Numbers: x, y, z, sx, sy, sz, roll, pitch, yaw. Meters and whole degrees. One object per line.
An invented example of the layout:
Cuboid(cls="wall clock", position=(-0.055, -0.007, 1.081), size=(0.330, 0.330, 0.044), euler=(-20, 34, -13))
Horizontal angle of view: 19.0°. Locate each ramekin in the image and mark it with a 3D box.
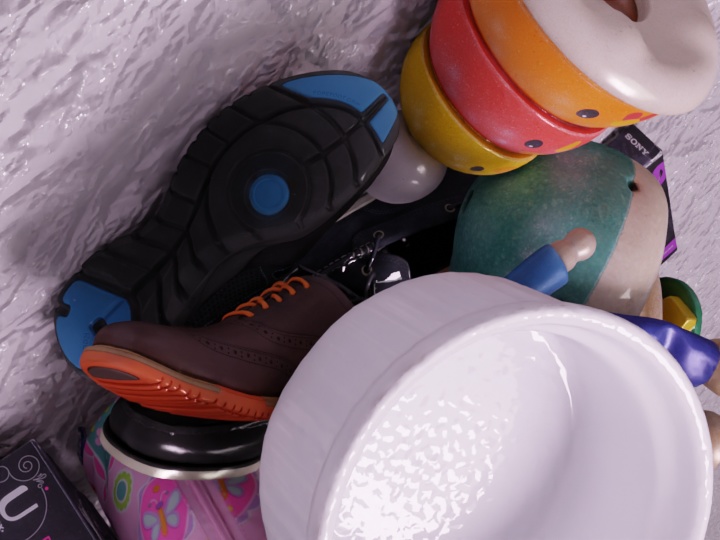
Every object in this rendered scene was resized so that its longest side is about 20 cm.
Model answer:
Cuboid(cls="ramekin", position=(0.051, 0.098, 0.974), size=(0.199, 0.098, 0.202), euler=(-8, 110, -24))

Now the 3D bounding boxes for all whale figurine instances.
Cuboid(cls="whale figurine", position=(0.081, 0.012, 1.173), size=(0.200, 0.103, 0.160), euler=(-50, -165, 38))

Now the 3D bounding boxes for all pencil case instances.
Cuboid(cls="pencil case", position=(-0.077, 0.133, 1.094), size=(0.087, 0.200, 0.088), euler=(-14, 128, -19))

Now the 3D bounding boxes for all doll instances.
Cuboid(cls="doll", position=(0.097, 0.047, 1.066), size=(0.199, 0.048, 0.137), euler=(9, 101, -29))

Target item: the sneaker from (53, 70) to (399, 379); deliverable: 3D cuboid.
Cuboid(cls="sneaker", position=(-0.060, -0.022, 1.046), size=(0.200, 0.073, 0.082), euler=(-38, 163, 11))

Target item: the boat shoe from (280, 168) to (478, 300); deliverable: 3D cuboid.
Cuboid(cls="boat shoe", position=(0.000, 0.000, 1.196), size=(0.199, 0.062, 0.075), euler=(-35, 158, -22))

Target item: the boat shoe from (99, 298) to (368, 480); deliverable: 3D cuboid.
Cuboid(cls="boat shoe", position=(-0.048, 0.057, 1.103), size=(0.201, 0.074, 0.063), euler=(-12, 132, -43))

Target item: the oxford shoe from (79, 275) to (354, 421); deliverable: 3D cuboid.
Cuboid(cls="oxford shoe", position=(-0.050, 0.036, 1.013), size=(0.199, 0.071, 0.073), euler=(12, 83, -48))

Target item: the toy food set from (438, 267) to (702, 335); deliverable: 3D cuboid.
Cuboid(cls="toy food set", position=(0.103, 0.040, 1.273), size=(0.048, 0.198, 0.200), euler=(13, 122, -45))

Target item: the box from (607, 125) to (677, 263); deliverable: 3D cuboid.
Cuboid(cls="box", position=(0.155, -0.010, 1.497), size=(0.143, 0.036, 0.200), euler=(-42, 160, -5))

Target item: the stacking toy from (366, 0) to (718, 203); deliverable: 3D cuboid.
Cuboid(cls="stacking toy", position=(0.071, -0.097, 1.103), size=(0.200, 0.147, 0.146), euler=(-39, 166, 37))

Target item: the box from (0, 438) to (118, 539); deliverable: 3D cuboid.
Cuboid(cls="box", position=(-0.162, 0.197, 1.145), size=(0.114, 0.132, 0.200), euler=(-35, 158, -6))
